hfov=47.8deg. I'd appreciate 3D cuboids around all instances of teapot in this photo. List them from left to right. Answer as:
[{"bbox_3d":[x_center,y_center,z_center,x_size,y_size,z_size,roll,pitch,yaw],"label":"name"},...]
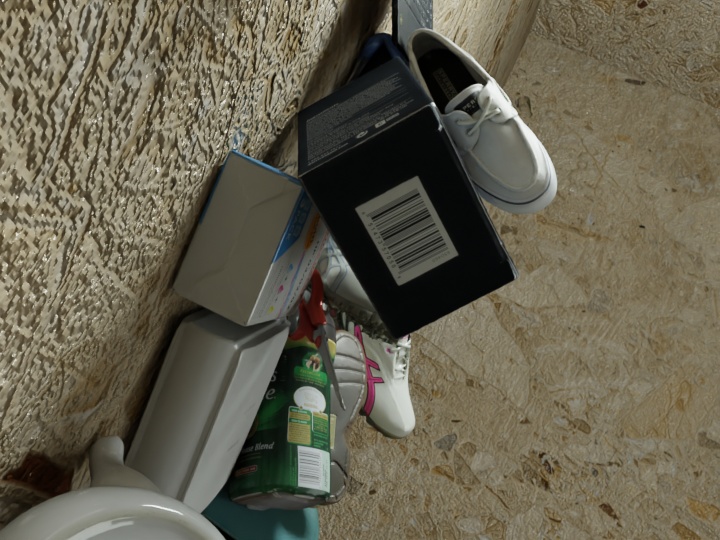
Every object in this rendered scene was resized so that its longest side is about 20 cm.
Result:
[{"bbox_3d":[-0.174,0.233,0.504,0.200,0.198,0.146,-30,-172,-41],"label":"teapot"}]

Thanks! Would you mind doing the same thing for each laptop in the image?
[{"bbox_3d":[0.098,-0.299,0.796,0.177,0.103,0.201,6,85,-74],"label":"laptop"}]

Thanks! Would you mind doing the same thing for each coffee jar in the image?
[{"bbox_3d":[-0.078,0.137,0.831,0.104,0.085,0.201,-29,-129,46],"label":"coffee jar"}]

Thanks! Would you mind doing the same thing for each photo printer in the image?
[{"bbox_3d":[-0.139,0.131,0.715,0.166,0.069,0.201,-25,139,-80],"label":"photo printer"}]

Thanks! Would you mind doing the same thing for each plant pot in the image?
[{"bbox_3d":[-0.133,0.286,0.897,0.141,0.141,0.200,-48,-171,19],"label":"plant pot"}]

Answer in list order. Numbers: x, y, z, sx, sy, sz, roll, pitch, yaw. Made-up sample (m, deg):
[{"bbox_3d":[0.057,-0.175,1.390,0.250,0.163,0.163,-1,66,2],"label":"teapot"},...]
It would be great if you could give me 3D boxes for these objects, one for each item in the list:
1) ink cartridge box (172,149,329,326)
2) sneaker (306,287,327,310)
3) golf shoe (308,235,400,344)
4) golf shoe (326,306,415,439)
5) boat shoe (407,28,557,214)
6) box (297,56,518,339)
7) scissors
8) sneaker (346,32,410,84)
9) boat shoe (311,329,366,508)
[{"bbox_3d":[-0.075,-0.024,0.687,0.200,0.068,0.115,-5,119,-82],"label":"ink cartridge box"},{"bbox_3d":[-0.075,0.072,0.970,0.099,0.078,0.200,-58,171,-64],"label":"sneaker"},{"bbox_3d":[0.000,0.000,0.799,0.097,0.078,0.200,-51,-148,-1],"label":"golf shoe"},{"bbox_3d":[0.024,0.102,0.970,0.092,0.201,0.072,-27,171,41],"label":"golf shoe"},{"bbox_3d":[0.101,-0.137,0.715,0.072,0.200,0.066,-31,154,10],"label":"boat shoe"},{"bbox_3d":[0.029,-0.067,0.654,0.107,0.149,0.200,-28,-157,7],"label":"box"},{"bbox_3d":[-0.035,0.050,0.704,0.200,0.014,0.073,-138,-117,-68],"label":"scissors"},{"bbox_3d":[0.000,-0.152,0.839,0.085,0.077,0.201,6,99,-78],"label":"sneaker"},{"bbox_3d":[-0.047,0.164,0.911,0.076,0.072,0.201,-33,-143,50],"label":"boat shoe"}]
